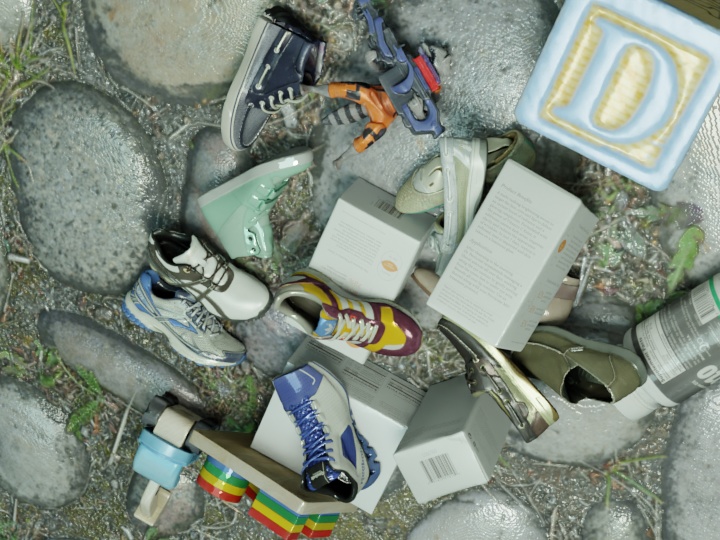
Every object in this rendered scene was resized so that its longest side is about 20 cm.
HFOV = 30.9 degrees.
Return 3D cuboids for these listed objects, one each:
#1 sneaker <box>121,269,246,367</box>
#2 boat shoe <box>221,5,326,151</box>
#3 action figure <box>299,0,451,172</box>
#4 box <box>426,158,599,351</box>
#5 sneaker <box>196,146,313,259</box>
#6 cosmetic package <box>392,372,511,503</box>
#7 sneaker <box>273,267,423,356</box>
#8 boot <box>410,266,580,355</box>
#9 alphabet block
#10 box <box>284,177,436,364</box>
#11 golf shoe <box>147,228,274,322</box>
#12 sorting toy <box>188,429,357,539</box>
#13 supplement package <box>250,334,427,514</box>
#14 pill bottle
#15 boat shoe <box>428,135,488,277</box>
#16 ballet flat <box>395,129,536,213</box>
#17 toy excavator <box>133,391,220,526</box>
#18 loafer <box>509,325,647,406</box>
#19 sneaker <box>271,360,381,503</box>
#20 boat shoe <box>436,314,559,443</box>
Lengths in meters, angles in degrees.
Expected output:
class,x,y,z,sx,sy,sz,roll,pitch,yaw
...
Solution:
class,x,y,z,sx,sy,sz,roll,pitch,yaw
sneaker,-0.246,0.067,1.864,0.198,0.077,0.086,29,113,5
boat shoe,-0.112,-0.232,1.689,0.092,0.074,0.202,33,118,25
action figure,0.023,-0.244,1.645,0.192,0.105,0.202,-22,92,9
box,0.190,-0.015,1.599,0.106,0.152,0.201,31,95,19
sneaker,-0.121,-0.086,1.758,0.199,0.074,0.119,-25,95,35
cosmetic package,0.129,0.212,1.728,0.112,0.200,0.082,-22,103,27
sneaker,-0.018,0.068,1.669,0.198,0.090,0.076,21,116,9
boot,0.184,0.011,1.710,0.199,0.070,0.147,36,111,0
alphabet block,0.311,-0.237,1.488,0.195,0.200,0.197,29,118,5
box,0.000,0.000,1.742,0.123,0.098,0.201,28,116,5
golf shoe,-0.213,0.005,1.799,0.198,0.078,0.095,24,160,11
sorting toy,-0.128,0.303,1.817,0.197,0.200,0.070,29,93,24
supplement package,-0.027,0.212,1.829,0.198,0.111,0.157,28,117,6
pill bottle,0.404,0.100,1.641,0.199,0.113,0.113,-36,97,27
boat shoe,0.115,-0.077,1.626,0.064,0.075,0.204,9,128,0
ballet flat,0.125,-0.133,1.663,0.198,0.068,0.062,-20,140,17
toy excavator,-0.297,0.292,1.946,0.099,0.194,0.202,29,89,5
loafer,0.260,0.122,1.631,0.199,0.070,0.076,6,130,46
sneaker,-0.048,0.224,1.713,0.080,0.115,0.201,-28,100,23
boat shoe,0.166,0.137,1.670,0.200,0.073,0.065,44,85,10
